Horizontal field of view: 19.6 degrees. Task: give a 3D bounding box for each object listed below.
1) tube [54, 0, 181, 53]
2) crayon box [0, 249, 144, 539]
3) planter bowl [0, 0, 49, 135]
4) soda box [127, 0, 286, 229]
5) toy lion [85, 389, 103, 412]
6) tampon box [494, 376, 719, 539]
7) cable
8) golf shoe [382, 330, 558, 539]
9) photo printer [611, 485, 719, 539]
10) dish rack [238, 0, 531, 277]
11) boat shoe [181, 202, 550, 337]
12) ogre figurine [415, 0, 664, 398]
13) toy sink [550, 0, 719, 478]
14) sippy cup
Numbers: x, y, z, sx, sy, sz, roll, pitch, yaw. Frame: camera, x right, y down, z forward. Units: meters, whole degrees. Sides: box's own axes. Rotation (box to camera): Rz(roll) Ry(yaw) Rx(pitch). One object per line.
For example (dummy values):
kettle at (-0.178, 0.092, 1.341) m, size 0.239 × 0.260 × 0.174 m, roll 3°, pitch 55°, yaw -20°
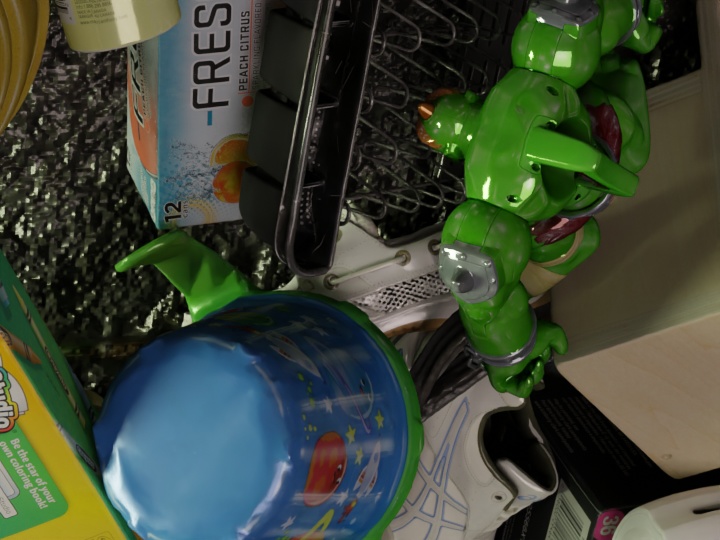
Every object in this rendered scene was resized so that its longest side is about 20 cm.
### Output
tube at (-0.121, -0.191, 0.850) m, size 0.058 × 0.052 × 0.201 m, roll -14°, pitch 112°, yaw 5°
crayon box at (-0.181, 0.077, 0.918) m, size 0.118 × 0.058 × 0.201 m, roll -20°, pitch 128°, yaw 5°
planter bowl at (-0.212, -0.072, 0.819) m, size 0.199 × 0.084 × 0.201 m, roll -12°, pitch 132°, yaw -14°
soda box at (-0.068, -0.121, 0.947) m, size 0.068 × 0.064 × 0.201 m, roll -7°, pitch 122°, yaw -18°
toy lion at (-0.086, 0.135, 1.112) m, size 0.190 × 0.069 × 0.201 m, roll -2°, pitch 122°, yaw -30°
tampon box at (0.182, 0.150, 1.183) m, size 0.198 × 0.126 × 0.151 m, roll -2°, pitch 122°, yaw -21°
cable at (0.013, 0.088, 1.048) m, size 0.199 × 0.051 × 0.097 m, roll -31°, pitch 141°, yaw 14°
golf shoe at (0.060, 0.119, 1.122) m, size 0.078 × 0.097 × 0.201 m, roll -41°, pitch 138°, yaw -36°
photo printer at (0.192, 0.199, 1.094) m, size 0.165 × 0.070 × 0.201 m, roll 2°, pitch 120°, yaw -23°
dish rack at (0.029, -0.090, 0.970) m, size 0.199 × 0.054 × 0.155 m, roll -13°, pitch 124°, yaw -45°
boat shoe at (0.000, 0.000, 1.057) m, size 0.198 × 0.071 × 0.070 m, roll -13°, pitch 99°, yaw -5°
ogre figurine at (0.085, -0.051, 0.942) m, size 0.200 × 0.098 × 0.120 m, roll -53°, pitch 157°, yaw 4°
toy sink at (0.166, -0.019, 1.059) m, size 0.111 × 0.201 × 0.130 m, roll -20°, pitch 141°, yaw 28°
sippy cup at (-0.053, 0.075, 0.951) m, size 0.140 × 0.177 × 0.130 m, roll -64°, pitch 162°, yaw 6°
